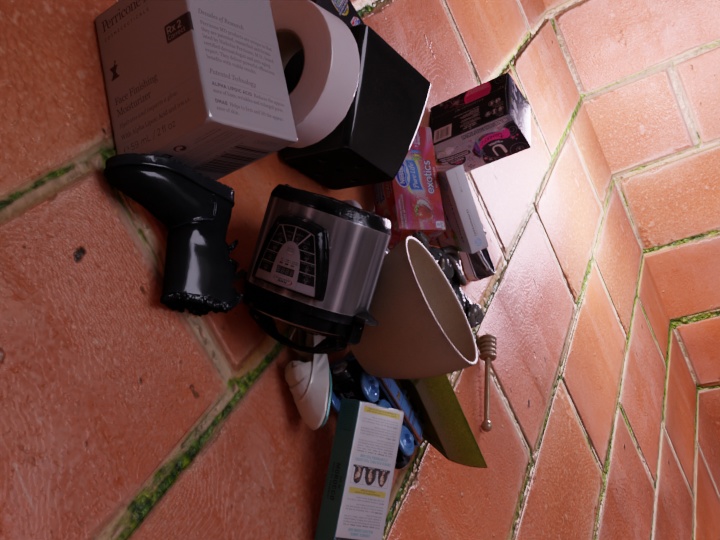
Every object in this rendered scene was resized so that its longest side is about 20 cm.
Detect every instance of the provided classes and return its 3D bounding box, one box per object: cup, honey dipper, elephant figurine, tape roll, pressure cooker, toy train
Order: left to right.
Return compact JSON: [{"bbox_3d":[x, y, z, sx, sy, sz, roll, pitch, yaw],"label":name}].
[{"bbox_3d":[-0.100,-0.284,1.135,0.070,0.200,0.206,8,68,-54],"label":"tape roll"},{"bbox_3d":[-0.059,0.005,1.035,0.176,0.176,0.204,17,93,-23],"label":"pressure cooker"},{"bbox_3d":[0.022,0.205,1.200,0.202,0.086,0.115,58,25,-19],"label":"toy train"},{"bbox_3d":[0.058,0.074,1.128,0.201,0.142,0.201,54,17,-25],"label":"cup"},{"bbox_3d":[0.139,0.015,1.420,0.140,0.154,0.203,-22,98,-29],"label":"elephant figurine"},{"bbox_3d":[0.259,0.228,1.601,0.038,0.037,0.203,37,47,-43],"label":"honey dipper"}]

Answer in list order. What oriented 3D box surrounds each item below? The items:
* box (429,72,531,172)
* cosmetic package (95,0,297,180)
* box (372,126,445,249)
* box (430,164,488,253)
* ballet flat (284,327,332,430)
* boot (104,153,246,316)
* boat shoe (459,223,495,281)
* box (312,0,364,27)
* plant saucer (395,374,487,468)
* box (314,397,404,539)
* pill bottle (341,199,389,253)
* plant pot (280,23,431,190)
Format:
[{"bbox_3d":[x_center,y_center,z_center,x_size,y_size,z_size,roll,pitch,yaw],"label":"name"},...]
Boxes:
[{"bbox_3d":[0.259,-0.309,1.711,0.114,0.198,0.134,40,44,-38],"label":"box"},{"bbox_3d":[-0.203,-0.237,0.981,0.164,0.163,0.204,1,73,-57],"label":"cosmetic package"},{"bbox_3d":[0.080,-0.148,1.416,0.094,0.100,0.204,0,72,-20],"label":"box"},{"bbox_3d":[0.159,-0.118,1.479,0.041,0.200,0.158,-23,103,-15],"label":"box"},{"bbox_3d":[-0.076,0.125,1.109,0.069,0.069,0.203,41,39,-40],"label":"ballet flat"},{"bbox_3d":[-0.221,-0.037,0.950,0.197,0.072,0.166,19,65,-51],"label":"boot"},{"bbox_3d":[0.238,-0.079,1.689,0.071,0.067,0.204,-15,88,-59],"label":"boat shoe"},{"bbox_3d":[-0.046,-0.418,1.432,0.161,0.044,0.202,53,36,-29],"label":"box"},{"bbox_3d":[0.111,0.217,1.283,0.203,0.047,0.199,66,-11,-11],"label":"plant saucer"},{"bbox_3d":[-0.001,0.283,1.076,0.081,0.049,0.204,19,77,-33],"label":"box"},{"bbox_3d":[0.000,0.000,1.234,0.201,0.111,0.113,56,35,-26],"label":"pill bottle"},{"bbox_3d":[-0.026,-0.241,1.256,0.198,0.197,0.181,26,66,-50],"label":"plant pot"}]
